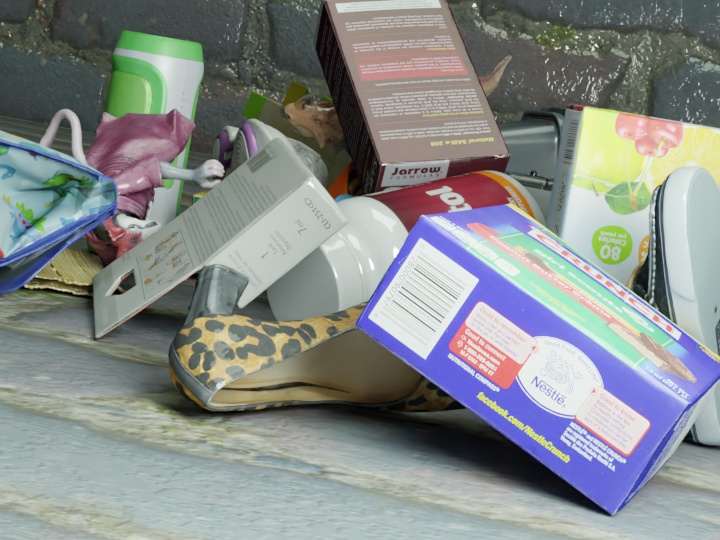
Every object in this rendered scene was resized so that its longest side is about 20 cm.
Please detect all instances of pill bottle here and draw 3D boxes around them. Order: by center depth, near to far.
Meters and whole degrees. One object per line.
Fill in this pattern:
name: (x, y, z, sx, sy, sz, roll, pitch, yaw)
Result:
pill bottle: (0.034, -0.005, 1.331, 0.200, 0.113, 0.113, -14, 20, -39)

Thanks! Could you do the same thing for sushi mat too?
sushi mat: (-0.243, -0.003, 1.426, 0.096, 0.012, 0.200, 8, 6, -16)

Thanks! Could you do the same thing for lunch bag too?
lunch bag: (-0.301, -0.056, 1.302, 0.200, 0.128, 0.170, -9, 17, -42)

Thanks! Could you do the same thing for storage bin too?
storage bin: (0.127, -0.058, 1.756, 0.134, 0.200, 0.146, -2, 9, -15)

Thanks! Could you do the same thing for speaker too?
speaker: (-0.195, -0.112, 1.637, 0.088, 0.200, 0.088, 10, 6, -1)

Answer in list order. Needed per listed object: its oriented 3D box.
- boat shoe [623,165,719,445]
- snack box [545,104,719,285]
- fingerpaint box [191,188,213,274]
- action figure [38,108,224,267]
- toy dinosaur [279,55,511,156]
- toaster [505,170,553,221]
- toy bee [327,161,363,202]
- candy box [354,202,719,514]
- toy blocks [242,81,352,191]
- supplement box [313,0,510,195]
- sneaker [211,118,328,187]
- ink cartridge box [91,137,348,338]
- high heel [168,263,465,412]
boat shoe: (0.180, 0.024, 1.125, 0.091, 0.200, 0.071, 7, 37, 29)
snack box: (0.195, -0.003, 1.229, 0.142, 0.200, 0.053, 9, 5, -8)
fingerpaint box: (-0.046, -0.021, 1.637, 0.200, 0.073, 0.167, 10, 7, 3)
action figure: (-0.198, -0.073, 1.492, 0.149, 0.134, 0.200, 23, 25, -10)
toy dinosaur: (0.046, -0.135, 1.562, 0.136, 0.200, 0.086, 55, 5, -48)
toaster: (0.147, -0.014, 1.530, 0.181, 0.119, 0.200, 11, -9, 18)
toy bee: (0.000, 0.000, 1.467, 0.109, 0.200, 0.131, 36, -35, -9)
candy box: (0.108, 0.041, 1.001, 0.169, 0.077, 0.200, 36, 12, 12)
toy blocks: (-0.007, -0.100, 1.717, 0.137, 0.100, 0.200, 18, 9, -43)
supplement box: (0.038, -0.140, 1.466, 0.109, 0.061, 0.200, -5, 50, -15)
sneaker: (-0.066, -0.091, 1.555, 0.100, 0.075, 0.200, 7, 8, -16)
ink cartridge box: (-0.103, -0.013, 1.259, 0.045, 0.176, 0.200, 52, 0, -15)
high heel: (-0.009, 0.065, 1.019, 0.200, 0.071, 0.143, 18, 23, -6)
